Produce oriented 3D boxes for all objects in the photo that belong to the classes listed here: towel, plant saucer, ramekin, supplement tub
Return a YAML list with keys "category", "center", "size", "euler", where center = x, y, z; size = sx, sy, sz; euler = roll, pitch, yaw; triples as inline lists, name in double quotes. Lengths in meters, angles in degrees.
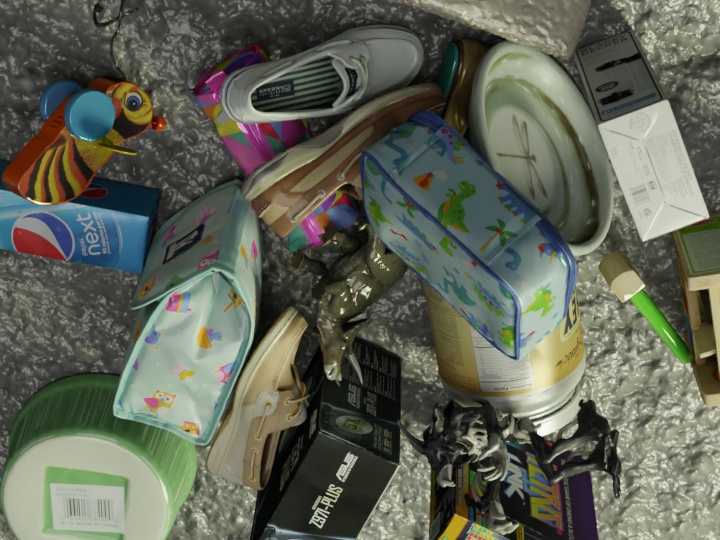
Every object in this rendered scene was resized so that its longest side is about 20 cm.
- category: "towel"
  center: [0.112, -0.273, 1.280]
  size: [0.199, 0.034, 0.133]
  euler: [19, 92, -8]
- category: "plant saucer"
  center: [0.149, -0.103, 1.311]
  size: [0.050, 0.200, 0.200]
  euler: [-22, 115, 37]
- category: "ramekin"
  center: [-0.274, 0.216, 1.529]
  size: [0.199, 0.098, 0.201]
  euler: [1, 116, 2]
- category: "supplement tub"
  center: [0.136, 0.046, 1.401]
  size: [0.144, 0.145, 0.201]
  euler: [-8, 116, 7]

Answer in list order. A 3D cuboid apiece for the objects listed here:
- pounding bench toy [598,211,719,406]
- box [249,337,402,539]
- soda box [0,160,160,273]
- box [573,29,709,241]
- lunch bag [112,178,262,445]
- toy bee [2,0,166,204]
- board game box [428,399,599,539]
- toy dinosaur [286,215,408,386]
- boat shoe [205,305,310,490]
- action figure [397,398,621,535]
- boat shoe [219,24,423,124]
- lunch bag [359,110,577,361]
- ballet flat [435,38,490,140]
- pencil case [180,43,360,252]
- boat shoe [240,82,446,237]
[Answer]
- category: "pounding bench toy"
  center: [0.334, 0.043, 1.402]
  size: [0.199, 0.124, 0.156]
  euler: [-9, 116, 7]
- category: "box"
  center: [-0.032, 0.180, 1.443]
  size: [0.086, 0.200, 0.164]
  euler: [24, 115, -10]
- category: "soda box"
  center: [-0.297, -0.055, 1.412]
  size: [0.199, 0.068, 0.064]
  euler: [10, 116, -3]
- category: "box"
  center: [0.239, -0.122, 1.283]
  size: [0.060, 0.200, 0.117]
  euler: [-21, 112, 11]
- category: "lunch bag"
  center: [-0.151, 0.031, 1.390]
  size: [0.122, 0.171, 0.200]
  euler: [18, 121, -6]
- category: "toy bee"
  center: [-0.231, -0.135, 1.350]
  size: [0.200, 0.131, 0.109]
  euler: [-47, 131, 11]
- category: "board game box"
  center: [0.151, 0.230, 1.460]
  size: [0.165, 0.200, 0.057]
  euler: [25, 117, -10]
- category: "toy dinosaur"
  center: [0.000, 0.000, 1.371]
  size: [0.200, 0.077, 0.102]
  euler: [-55, 140, -1]
- category: "boat shoe"
  center: [-0.081, 0.123, 1.387]
  size: [0.069, 0.074, 0.200]
  euler: [28, 122, 6]
- category: "action figure"
  center: [0.130, 0.170, 1.335]
  size: [0.199, 0.102, 0.119]
  euler: [-4, 141, 17]
- category: "boat shoe"
  center: [-0.022, -0.164, 1.301]
  size: [0.200, 0.067, 0.074]
  euler: [-22, 110, -21]
- category: "lunch bag"
  center: [0.087, -0.027, 1.229]
  size: [0.082, 0.200, 0.161]
  euler: [-39, 156, -15]
- category: "ballet flat"
  center: [0.080, -0.116, 1.370]
  size: [0.063, 0.069, 0.200]
  euler: [13, 118, -20]
- category: "pencil case"
  center: [-0.079, -0.111, 1.367]
  size: [0.088, 0.088, 0.200]
  euler: [-28, 113, 15]
- category: "boat shoe"
  center: [-0.007, -0.097, 1.308]
  size: [0.200, 0.076, 0.072]
  euler: [-31, 89, -5]
